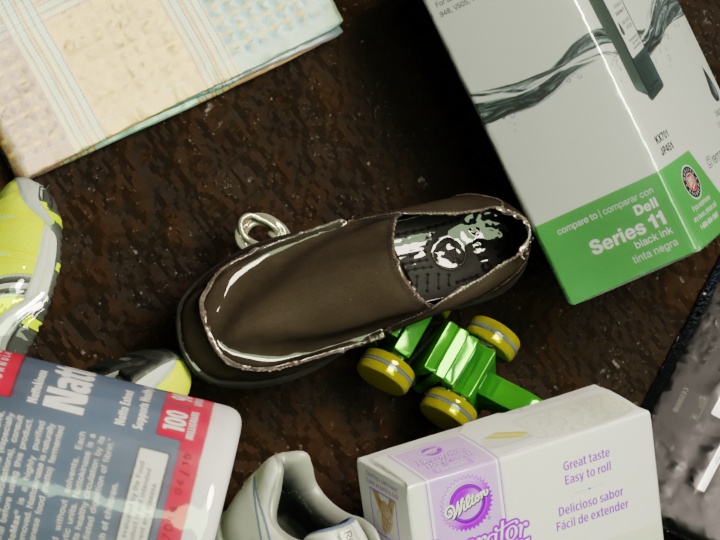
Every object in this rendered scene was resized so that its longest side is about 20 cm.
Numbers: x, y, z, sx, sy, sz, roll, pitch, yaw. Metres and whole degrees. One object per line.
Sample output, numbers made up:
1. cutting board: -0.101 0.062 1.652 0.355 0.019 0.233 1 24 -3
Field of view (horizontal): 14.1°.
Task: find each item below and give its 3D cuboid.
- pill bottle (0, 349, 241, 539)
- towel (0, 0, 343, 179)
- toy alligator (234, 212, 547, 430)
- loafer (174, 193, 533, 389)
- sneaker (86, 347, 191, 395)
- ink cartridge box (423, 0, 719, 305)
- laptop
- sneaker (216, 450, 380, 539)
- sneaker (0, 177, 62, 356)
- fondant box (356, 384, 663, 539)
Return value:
1. pill bottle: -0.164 0.097 1.340 0.200 0.120 0.120 14 77 -3
2. towel: -0.124 -0.149 1.518 0.200 0.022 0.147 -28 93 -21
3. toy alligator: 0.014 0.032 1.535 0.200 0.054 0.059 33 71 -7
4. loafer: 0.000 0.000 1.470 0.200 0.071 0.073 -22 83 -20
5. sneaker: -0.144 0.126 1.450 0.090 0.078 0.200 44 76 -19
6. ink cartridge box: 0.123 -0.101 1.542 0.200 0.083 0.147 64 27 -4
7. laptop: 0.258 0.110 1.646 0.200 0.103 0.177 26 72 9
8. sneaker: -0.008 0.175 1.440 0.075 0.087 0.200 -19 56 -41
9. sneaker: -0.211 0.037 1.428 0.076 0.075 0.200 30 72 -17
10. fondant box: 0.085 0.175 1.506 0.144 0.058 0.200 -16 109 -23
